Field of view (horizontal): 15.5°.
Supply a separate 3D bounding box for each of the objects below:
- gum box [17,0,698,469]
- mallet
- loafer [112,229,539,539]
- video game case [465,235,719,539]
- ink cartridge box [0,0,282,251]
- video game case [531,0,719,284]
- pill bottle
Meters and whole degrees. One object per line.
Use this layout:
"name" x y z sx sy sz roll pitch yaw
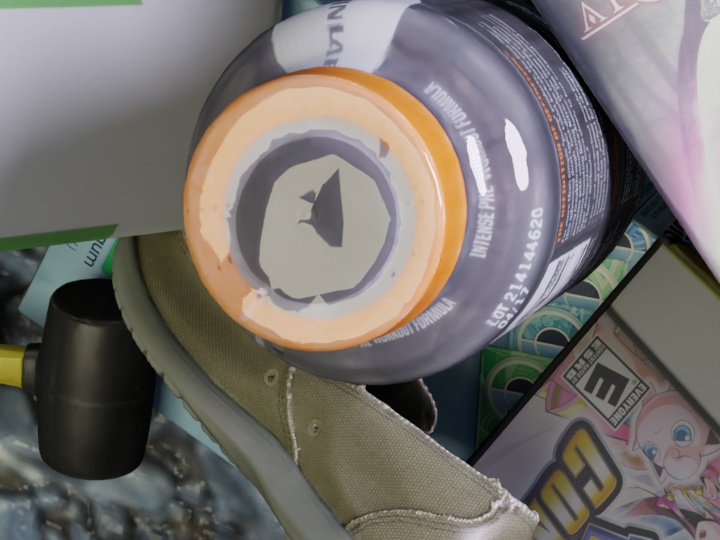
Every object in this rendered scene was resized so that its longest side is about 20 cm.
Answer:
"gum box" 0.000 0.000 0.911 0.200 0.045 0.170 35 119 10
"mallet" -0.168 0.036 0.927 0.199 0.041 0.066 1 113 7
"loafer" -0.010 0.044 0.844 0.070 0.075 0.200 -40 55 -1
"video game case" 0.094 0.122 0.813 0.181 0.025 0.200 45 104 23
"ink cartridge box" -0.148 -0.070 0.862 0.199 0.146 0.085 18 107 37
"video game case" 0.136 -0.072 0.743 0.143 0.019 0.200 -32 99 19
"pill bottle" 0.015 -0.027 0.755 0.106 0.200 0.107 2 98 16
